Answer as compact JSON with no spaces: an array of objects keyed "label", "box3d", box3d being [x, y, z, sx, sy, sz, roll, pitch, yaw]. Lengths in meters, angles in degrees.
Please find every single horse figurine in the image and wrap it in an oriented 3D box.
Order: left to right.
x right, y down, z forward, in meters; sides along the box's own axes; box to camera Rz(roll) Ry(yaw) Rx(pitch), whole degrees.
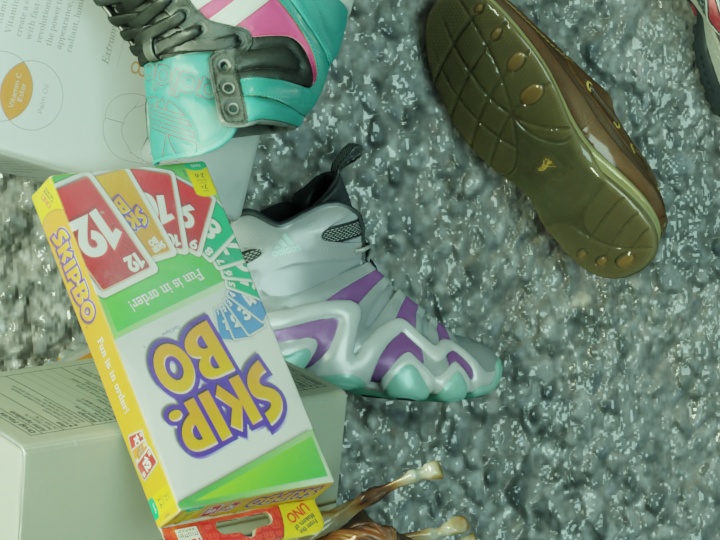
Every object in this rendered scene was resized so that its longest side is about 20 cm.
[{"label":"horse figurine","box3d":[-0.006,0.154,1.408,0.132,0.200,0.050,-25,73,0]}]

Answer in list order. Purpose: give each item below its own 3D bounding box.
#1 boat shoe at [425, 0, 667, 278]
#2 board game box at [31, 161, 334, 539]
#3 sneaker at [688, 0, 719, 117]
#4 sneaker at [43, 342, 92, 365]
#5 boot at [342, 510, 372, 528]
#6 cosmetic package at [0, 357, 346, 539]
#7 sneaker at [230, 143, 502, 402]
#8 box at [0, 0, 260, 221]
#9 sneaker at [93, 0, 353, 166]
[{"label":"boat shoe","box3d":[0.110,-0.088,1.598,0.200,0.072,0.068,52,35,-13]},{"label":"board game box","box3d":[-0.084,0.041,1.326,0.095,0.030,0.201,-7,68,-39]},{"label":"sneaker","box3d":[0.233,-0.179,1.652,0.080,0.075,0.201,-35,109,-24]},{"label":"sneaker","box3d":[-0.168,0.095,1.436,0.199,0.078,0.078,-22,108,-28]},{"label":"boot","box3d":[-0.061,0.165,1.479,0.199,0.064,0.187,-22,139,-24]},{"label":"cosmetic package","box3d":[-0.115,0.091,1.368,0.199,0.103,0.074,-8,111,-38]},{"label":"sneaker","box3d":[0.000,0.000,1.526,0.199,0.078,0.141,7,87,-34]},{"label":"box","box3d":[-0.152,-0.123,1.413,0.199,0.106,0.153,16,85,-30]},{"label":"sneaker","box3d":[-0.096,-0.115,1.342,0.199,0.083,0.121,18,75,-32]}]
